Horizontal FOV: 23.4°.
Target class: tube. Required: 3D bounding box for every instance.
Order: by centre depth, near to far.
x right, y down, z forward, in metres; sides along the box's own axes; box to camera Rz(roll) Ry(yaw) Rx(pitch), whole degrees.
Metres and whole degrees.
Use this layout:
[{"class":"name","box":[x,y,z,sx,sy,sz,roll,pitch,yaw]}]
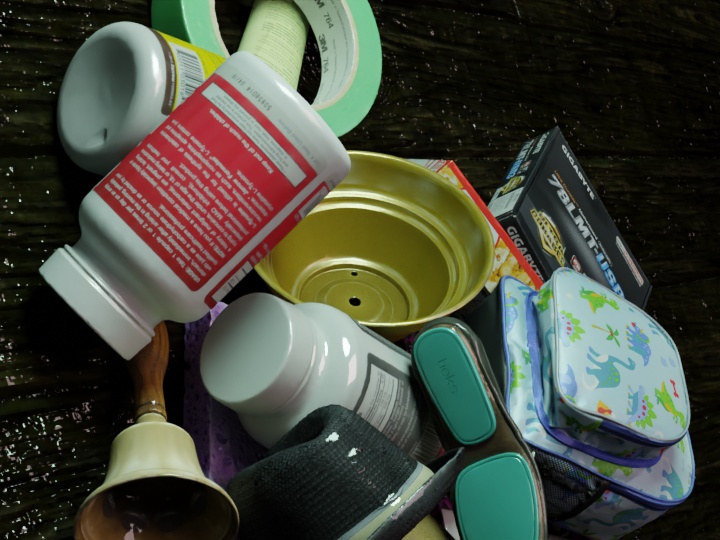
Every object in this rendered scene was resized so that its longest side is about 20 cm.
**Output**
[{"class":"tube","box":[-0.077,-0.187,1.481,0.052,0.058,0.200,93,5,-51]}]

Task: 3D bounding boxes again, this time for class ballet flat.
[{"class":"ballet flat","box":[0.092,0.128,1.241,0.068,0.068,0.200,1,74,-72]}]

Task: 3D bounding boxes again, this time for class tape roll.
[{"class":"tape roll","box":[-0.074,-0.192,1.421,0.200,0.048,0.201,15,65,-36]}]

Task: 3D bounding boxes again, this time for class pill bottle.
[{"class":"pill bottle","box":[-0.112,-0.040,1.153,0.112,0.200,0.112,45,-5,5]},{"class":"pill bottle","box":[-0.021,0.089,1.249,0.200,0.111,0.111,33,44,-46]},{"class":"pill bottle","box":[-0.114,-0.103,1.270,0.200,0.109,0.109,17,56,-45]}]

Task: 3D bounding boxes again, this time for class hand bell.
[{"class":"hand bell","box":[-0.141,0.093,1.162,0.104,0.104,0.200,41,25,-38]}]

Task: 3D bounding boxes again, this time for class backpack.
[{"class":"backpack","box":[0.175,0.111,1.371,0.200,0.147,0.183,29,41,-28]}]

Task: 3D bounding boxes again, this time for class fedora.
[{"class":"fedora","box":[-0.028,0.148,1.139,0.092,0.201,0.201,52,30,0]}]

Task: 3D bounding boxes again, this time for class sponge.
[{"class":"sponge","box":[-0.083,0.128,1.263,0.112,0.030,0.200,34,43,-44]}]

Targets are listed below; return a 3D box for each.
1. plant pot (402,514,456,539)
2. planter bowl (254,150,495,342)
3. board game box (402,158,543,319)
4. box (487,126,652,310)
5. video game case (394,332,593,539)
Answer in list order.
[{"class":"plant pot","box":[0.038,0.272,1.240,0.186,0.186,0.200,16,43,-54]},{"class":"planter bowl","box":[0.000,0.000,1.370,0.201,0.200,0.084,-76,178,-47]},{"class":"board game box","box":[0.093,-0.006,1.521,0.046,0.151,0.200,-41,107,-12]},{"class":"box","box":[0.197,-0.010,1.658,0.200,0.050,0.199,59,32,-15]},{"class":"video game case","box":[0.110,0.156,1.417,0.181,0.036,0.200,20,44,-34]}]
